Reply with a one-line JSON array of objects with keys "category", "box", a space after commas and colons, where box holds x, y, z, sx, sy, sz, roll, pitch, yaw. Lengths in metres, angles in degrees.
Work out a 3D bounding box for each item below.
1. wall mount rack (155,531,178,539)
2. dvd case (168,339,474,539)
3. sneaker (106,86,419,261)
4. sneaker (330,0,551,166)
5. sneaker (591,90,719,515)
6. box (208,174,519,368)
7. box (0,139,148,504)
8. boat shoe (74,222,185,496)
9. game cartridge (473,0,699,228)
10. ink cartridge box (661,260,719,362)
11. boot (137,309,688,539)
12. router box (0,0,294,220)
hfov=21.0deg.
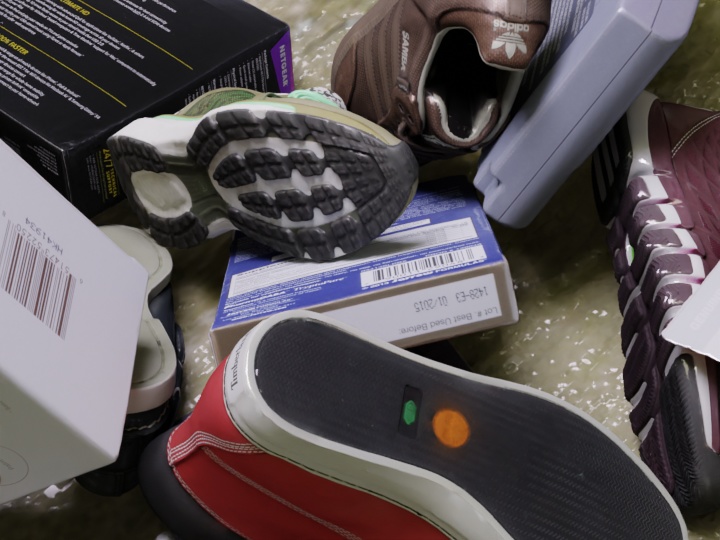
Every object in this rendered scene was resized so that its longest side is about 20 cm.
[{"category": "wall mount rack", "box": [-0.139, 0.183, 0.753, 0.199, 0.075, 0.174, -2, 46, 13]}, {"category": "dvd case", "box": [0.006, 0.108, 0.813, 0.149, 0.016, 0.200, -29, 50, -10]}, {"category": "sneaker", "box": [-0.034, -0.060, 0.860, 0.089, 0.077, 0.200, -41, 27, -28]}, {"category": "sneaker", "box": [0.029, -0.080, 0.864, 0.070, 0.200, 0.076, 8, 63, -11]}, {"category": "sneaker", "box": [0.170, 0.006, 0.824, 0.115, 0.076, 0.200, 0, 60, -9]}, {"category": "box", "box": [0.000, 0.000, 0.852, 0.121, 0.032, 0.200, -13, 14, 2]}, {"category": "box", "box": [-0.202, 0.034, 0.757, 0.200, 0.124, 0.098, -22, 43, 26]}, {"category": "boat shoe", "box": [-0.115, 0.037, 0.871, 0.074, 0.066, 0.199, -3, 23, -16]}, {"category": "game cartridge", "box": [0.109, -0.116, 0.879, 0.041, 0.133, 0.200, 35, 33, -11]}, {"category": "ink cartridge box", "box": [0.242, 0.034, 0.768, 0.200, 0.050, 0.162, 23, 49, 27]}, {"category": "boot", "box": [0.017, 0.097, 0.765, 0.200, 0.144, 0.073, 26, 55, -13]}, {"category": "router box", "box": [-0.154, -0.114, 1.006, 0.149, 0.051, 0.200, -33, 49, -32]}]
